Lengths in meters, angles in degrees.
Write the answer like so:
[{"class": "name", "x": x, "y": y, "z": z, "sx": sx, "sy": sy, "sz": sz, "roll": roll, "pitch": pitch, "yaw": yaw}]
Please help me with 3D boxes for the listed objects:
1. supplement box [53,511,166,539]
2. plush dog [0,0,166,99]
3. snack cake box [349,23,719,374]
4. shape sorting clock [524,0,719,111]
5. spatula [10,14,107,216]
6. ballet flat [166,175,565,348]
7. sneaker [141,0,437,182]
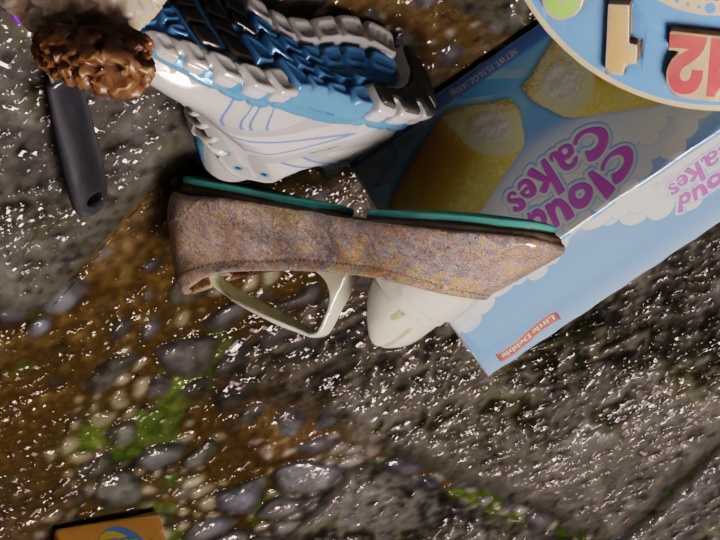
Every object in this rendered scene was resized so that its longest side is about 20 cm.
[{"class": "supplement box", "x": -0.145, "y": 0.225, "z": 1.482, "sx": 0.068, "sy": 0.067, "sz": 0.201, "roll": -4, "pitch": 133, "yaw": -26}, {"class": "plush dog", "x": -0.125, "y": -0.156, "z": 1.033, "sx": 0.160, "sy": 0.201, "sz": 0.172, "roll": -10, "pitch": 139, "yaw": 27}, {"class": "snack cake box", "x": 0.108, "y": -0.057, "z": 1.308, "sx": 0.199, "sy": 0.115, "sz": 0.067, "roll": -34, "pitch": 143, "yaw": 3}, {"class": "shape sorting clock", "x": 0.158, "y": -0.164, "z": 1.205, "sx": 0.199, "sy": 0.039, "sz": 0.201, "roll": 6, "pitch": 120, "yaw": 10}, {"class": "spatula", "x": -0.129, "y": -0.094, "z": 1.187, "sx": 0.056, "sy": 0.021, "sz": 0.201, "roll": -35, "pitch": 148, "yaw": -24}, {"class": "ballet flat", "x": 0.000, "y": 0.000, "z": 1.252, "sx": 0.068, "sy": 0.199, "sz": 0.068, "roll": 8, "pitch": 90, "yaw": -62}, {"class": "sneaker", "x": -0.056, "y": -0.076, "z": 1.215, "sx": 0.199, "sy": 0.075, "sz": 0.087, "roll": 15, "pitch": 130, "yaw": -46}]
